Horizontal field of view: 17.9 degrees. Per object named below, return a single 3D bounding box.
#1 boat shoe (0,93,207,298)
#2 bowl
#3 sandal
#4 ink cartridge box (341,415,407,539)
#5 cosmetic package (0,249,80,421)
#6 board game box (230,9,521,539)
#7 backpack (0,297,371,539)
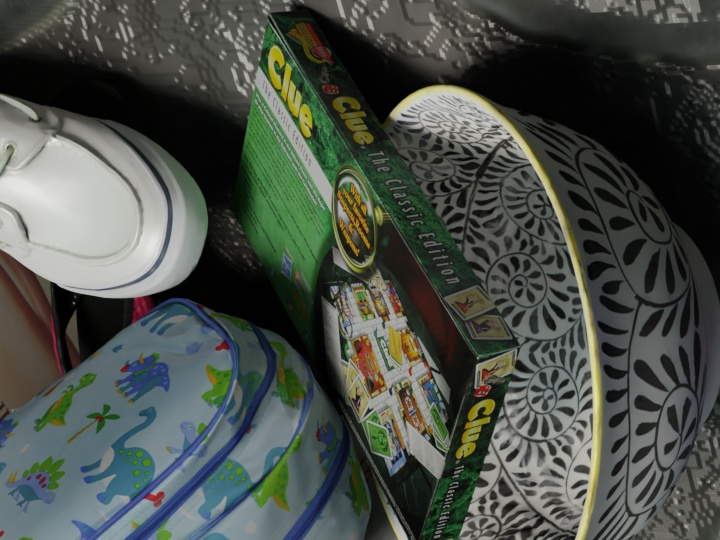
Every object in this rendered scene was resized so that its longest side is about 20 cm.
[{"bbox_3d":[-0.152,-0.037,0.967,0.199,0.066,0.074,19,100,40],"label":"boat shoe"},{"bbox_3d":[0.076,0.027,0.868,0.200,0.093,0.203,174,90,-66],"label":"bowl"},{"bbox_3d":[-0.109,0.019,0.991,0.075,0.045,0.202,-9,96,36],"label":"sandal"},{"bbox_3d":[-0.021,0.124,1.008,0.199,0.116,0.067,-8,121,37],"label":"ink cartridge box"},{"bbox_3d":[-0.208,0.059,1.025,0.087,0.200,0.104,-20,112,40],"label":"cosmetic package"},{"bbox_3d":[0.000,0.000,0.887,0.105,0.023,0.201,103,149,-42],"label":"board game box"},{"bbox_3d":[-0.091,0.108,0.903,0.163,0.199,0.155,-143,33,-66],"label":"backpack"}]
